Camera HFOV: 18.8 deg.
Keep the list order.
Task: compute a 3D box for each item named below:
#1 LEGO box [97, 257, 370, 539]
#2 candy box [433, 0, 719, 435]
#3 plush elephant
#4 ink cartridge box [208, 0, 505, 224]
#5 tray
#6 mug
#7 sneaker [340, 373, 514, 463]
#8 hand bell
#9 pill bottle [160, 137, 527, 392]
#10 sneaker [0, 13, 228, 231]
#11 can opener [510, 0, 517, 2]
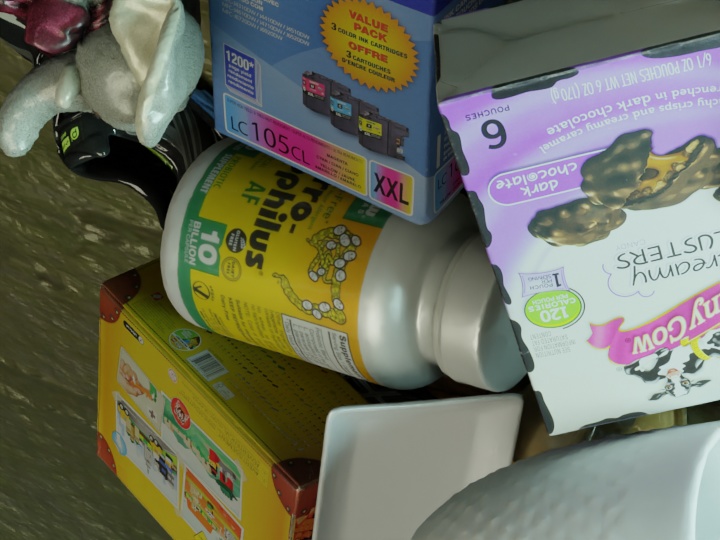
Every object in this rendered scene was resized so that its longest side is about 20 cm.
[{"bbox_3d":[-0.070,0.104,1.279,0.200,0.077,0.149,43,142,33],"label":"LEGO box"},{"bbox_3d":[0.140,-0.034,0.984,0.167,0.072,0.201,-13,126,11],"label":"candy box"},{"bbox_3d":[-0.145,-0.130,1.095,0.199,0.165,0.156,-17,93,8],"label":"plush elephant"},{"bbox_3d":[-0.003,-0.136,1.068,0.136,0.076,0.201,25,140,21],"label":"ink cartridge box"},{"bbox_3d":[0.023,0.138,1.194,0.107,0.022,0.201,-4,131,-14],"label":"tray"},{"bbox_3d":[0.128,0.162,1.075,0.175,0.148,0.200,-12,164,33],"label":"mug"},{"bbox_3d":[-0.006,0.087,1.311,0.199,0.077,0.078,24,144,24],"label":"sneaker"},{"bbox_3d":[0.076,0.069,1.231,0.200,0.104,0.104,28,145,39],"label":"hand bell"},{"bbox_3d":[0.000,0.000,1.178,0.199,0.113,0.113,17,139,30],"label":"pill bottle"},{"bbox_3d":[-0.150,-0.101,1.233,0.200,0.083,0.071,44,144,-5],"label":"sneaker"},{"bbox_3d":[0.091,-0.145,0.989,0.066,0.053,0.200,-7,124,45],"label":"can opener"}]
